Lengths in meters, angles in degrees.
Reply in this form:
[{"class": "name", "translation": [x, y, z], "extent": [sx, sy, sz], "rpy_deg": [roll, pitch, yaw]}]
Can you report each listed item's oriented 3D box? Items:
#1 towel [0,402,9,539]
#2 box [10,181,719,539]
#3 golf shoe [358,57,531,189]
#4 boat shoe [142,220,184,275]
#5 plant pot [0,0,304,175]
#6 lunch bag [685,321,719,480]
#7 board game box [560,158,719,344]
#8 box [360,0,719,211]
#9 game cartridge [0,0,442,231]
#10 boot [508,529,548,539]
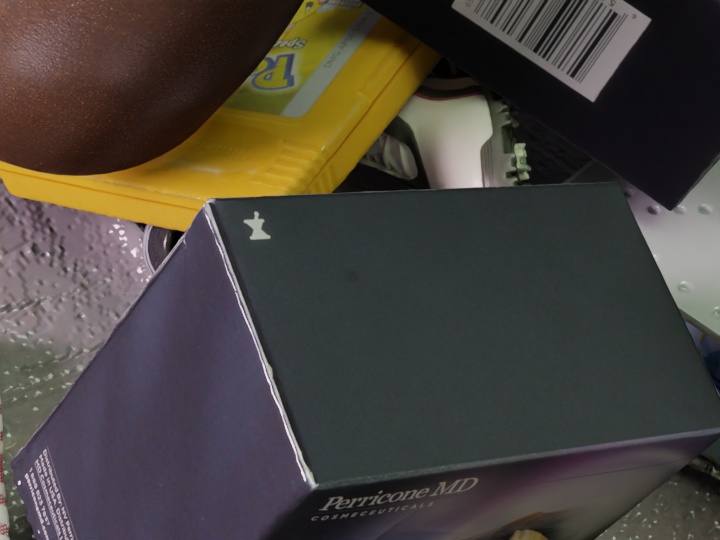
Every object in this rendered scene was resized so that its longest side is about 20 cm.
[{"class": "towel", "translation": [-0.214, 0.091, 0.825], "extent": [0.146, 0.030, 0.200], "rpy_deg": [3, 45, -16]}, {"class": "box", "translation": [-0.001, 0.069, 0.803], "extent": [0.200, 0.198, 0.123], "rpy_deg": [-4, 60, -35]}, {"class": "golf shoe", "translation": [0.028, -0.063, 0.972], "extent": [0.088, 0.077, 0.200], "rpy_deg": [-18, 33, -5]}, {"class": "boat shoe", "translation": [0.000, 0.000, 0.935], "extent": [0.200, 0.066, 0.070], "rpy_deg": [13, 90, -7]}, {"class": "plant pot", "translation": [-0.084, -0.150, 0.800], "extent": [0.187, 0.200, 0.187], "rpy_deg": [6, 77, -28]}, {"class": "lunch bag", "translation": [0.225, 0.023, 0.996], "extent": [0.161, 0.082, 0.200], "rpy_deg": [28, 54, 2]}, {"class": "board game box", "translation": [0.217, -0.020, 0.935], "extent": [0.200, 0.026, 0.200], "rpy_deg": [36, 56, 28]}, {"class": "box", "translation": [0.120, -0.167, 0.929], "extent": [0.197, 0.117, 0.200], "rpy_deg": [35, 47, 1]}, {"class": "game cartridge", "translation": [-0.059, -0.096, 0.957], "extent": [0.176, 0.032, 0.200], "rpy_deg": [11, 46, 30]}, {"class": "boot", "translation": [0.110, 0.173, 0.758], "extent": [0.166, 0.200, 0.072], "rpy_deg": [31, 78, 12]}]
